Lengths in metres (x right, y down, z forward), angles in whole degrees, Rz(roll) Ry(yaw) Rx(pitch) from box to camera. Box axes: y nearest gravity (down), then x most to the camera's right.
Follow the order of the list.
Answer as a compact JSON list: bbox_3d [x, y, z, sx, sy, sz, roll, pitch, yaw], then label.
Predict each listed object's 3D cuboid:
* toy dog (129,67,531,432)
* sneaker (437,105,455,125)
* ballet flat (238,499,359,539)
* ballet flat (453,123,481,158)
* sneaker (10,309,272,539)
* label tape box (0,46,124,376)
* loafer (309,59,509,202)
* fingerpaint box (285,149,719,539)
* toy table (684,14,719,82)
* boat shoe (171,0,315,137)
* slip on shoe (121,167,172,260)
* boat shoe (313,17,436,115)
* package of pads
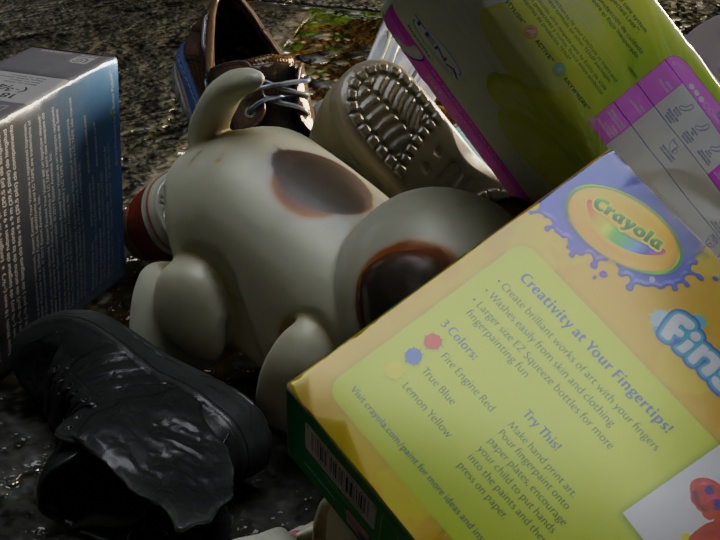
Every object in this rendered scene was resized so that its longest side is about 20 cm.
[{"bbox_3d":[0.000,0.000,0.766,0.199,0.195,0.139,13,17,40],"label":"toy dog"},{"bbox_3d":[0.090,-0.074,1.076,0.199,0.076,0.088,1,-5,19],"label":"sneaker"},{"bbox_3d":[-0.020,0.128,0.619,0.199,0.064,0.075,-20,38,-38],"label":"ballet flat"},{"bbox_3d":[0.036,-0.034,0.956,0.076,0.064,0.200,51,40,-3],"label":"ballet flat"},{"bbox_3d":[-0.122,0.079,0.734,0.199,0.060,0.104,20,30,31],"label":"sneaker"},{"bbox_3d":[-0.205,-0.026,0.848,0.063,0.145,0.200,11,27,19],"label":"label tape box"},{"bbox_3d":[0.043,-0.028,0.855,0.076,0.200,0.068,-43,16,-28],"label":"loafer"},{"bbox_3d":[0.096,0.082,0.576,0.166,0.073,0.200,-36,69,-18],"label":"fingerpaint box"},{"bbox_3d":[0.247,-0.074,0.942,0.116,0.200,0.185,-2,67,-25],"label":"toy table"},{"bbox_3d":[-0.065,-0.096,0.929,0.072,0.073,0.200,-5,44,-30],"label":"boat shoe"},{"bbox_3d":[-0.073,-0.047,0.997,0.061,0.075,0.199,-19,0,44],"label":"slip on shoe"},{"bbox_3d":[-0.005,-0.083,0.998,0.067,0.074,0.200,31,55,0],"label":"boat shoe"},{"bbox_3d":[0.097,-0.075,0.696,0.068,0.200,0.154,-38,2,-9],"label":"package of pads"}]
